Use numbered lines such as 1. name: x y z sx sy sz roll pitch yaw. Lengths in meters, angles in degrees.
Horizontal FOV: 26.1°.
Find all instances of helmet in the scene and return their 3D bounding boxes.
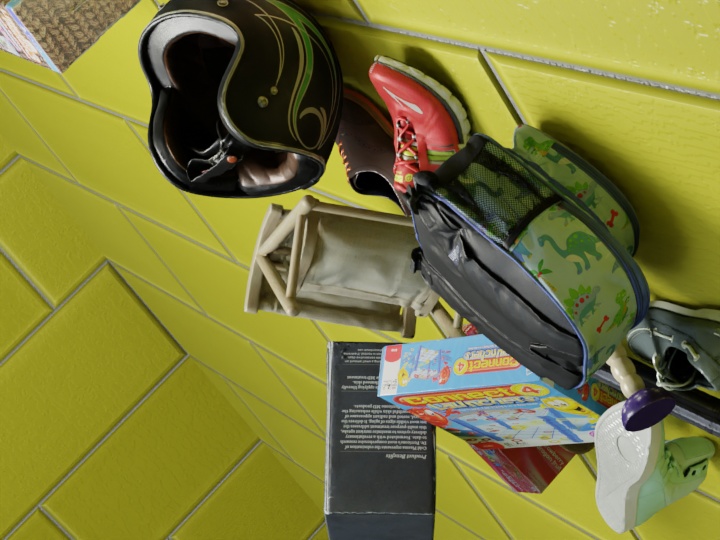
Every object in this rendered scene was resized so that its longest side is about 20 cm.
1. helmet: -0.114 -0.181 1.501 0.200 0.200 0.191 101 165 -73

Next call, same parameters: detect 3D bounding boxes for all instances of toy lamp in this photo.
1. toy lamp: 0.215 0.048 1.402 0.200 0.058 0.058 62 176 31

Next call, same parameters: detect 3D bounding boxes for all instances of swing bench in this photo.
1. swing bench: 0.000 0.000 1.649 0.199 0.130 0.200 9 178 -17

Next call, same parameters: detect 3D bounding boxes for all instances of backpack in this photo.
1. backpack: 0.154 -0.014 1.318 0.200 0.147 0.183 44 166 20

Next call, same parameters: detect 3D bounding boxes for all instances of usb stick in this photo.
1. usb stick: 0.293 0.119 1.445 0.200 0.033 0.055 26 -166 20

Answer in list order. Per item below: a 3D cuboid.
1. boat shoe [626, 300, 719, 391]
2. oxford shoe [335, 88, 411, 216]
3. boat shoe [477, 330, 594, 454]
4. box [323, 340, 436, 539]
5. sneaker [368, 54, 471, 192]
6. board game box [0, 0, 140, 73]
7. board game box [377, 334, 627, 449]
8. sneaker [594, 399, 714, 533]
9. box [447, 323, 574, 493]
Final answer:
1. boat shoe: 0.282 0.073 1.380 0.073 0.062 0.200 44 167 -12
2. oxford shoe: 0.000 -0.125 1.577 0.200 0.073 0.071 35 163 33
3. boat shoe: 0.202 0.121 1.736 0.200 0.073 0.065 54 174 -21
4. box: 0.024 0.205 1.740 0.124 0.197 0.200 2 157 3
5. sneaker: 0.059 -0.111 1.433 0.077 0.085 0.200 24 156 49
6. board game box: -0.360 -0.332 1.811 0.200 0.159 0.097 24 155 51
7. board game box: 0.155 0.126 1.597 0.200 0.056 0.196 -10 153 38
8. sneaker: 0.299 0.173 1.547 0.074 0.118 0.201 52 159 33
9. box: 0.167 0.166 1.873 0.200 0.100 0.095 46 165 -5
